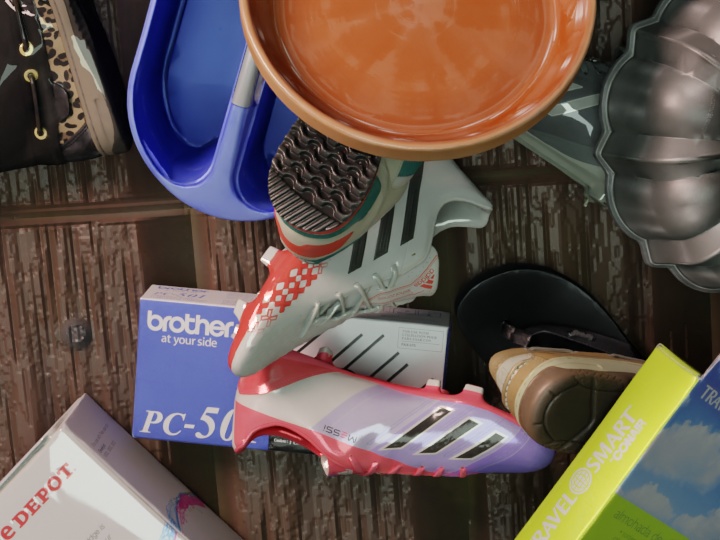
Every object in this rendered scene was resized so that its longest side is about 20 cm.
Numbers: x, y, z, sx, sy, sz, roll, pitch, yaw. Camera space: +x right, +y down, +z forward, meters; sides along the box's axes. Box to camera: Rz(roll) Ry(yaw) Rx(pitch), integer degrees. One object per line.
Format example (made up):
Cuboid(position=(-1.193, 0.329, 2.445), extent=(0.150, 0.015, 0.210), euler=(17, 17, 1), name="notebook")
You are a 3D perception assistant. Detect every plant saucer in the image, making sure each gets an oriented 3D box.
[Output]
Cuboid(position=(0.031, -0.151, 1.015), extent=(0.198, 0.032, 0.202), euler=(1, 68, -3), name="plant saucer")

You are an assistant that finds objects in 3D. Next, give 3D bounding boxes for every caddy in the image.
Cuboid(position=(-0.060, -0.131, 1.097), extent=(0.140, 0.105, 0.202), euler=(17, 103, -1), name="caddy")

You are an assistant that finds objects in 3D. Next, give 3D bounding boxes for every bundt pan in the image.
Cuboid(position=(0.242, -0.079, 1.071), extent=(0.200, 0.076, 0.204), euler=(-3, 100, -15), name="bundt pan")

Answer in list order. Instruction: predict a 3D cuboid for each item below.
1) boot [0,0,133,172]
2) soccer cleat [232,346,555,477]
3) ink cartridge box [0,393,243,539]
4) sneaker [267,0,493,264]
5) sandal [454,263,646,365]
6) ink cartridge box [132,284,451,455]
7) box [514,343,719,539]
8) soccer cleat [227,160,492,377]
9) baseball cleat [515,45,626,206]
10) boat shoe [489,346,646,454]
Cuboid(position=(-0.239, -0.146, 1.128), extent=(0.149, 0.073, 0.201), euler=(-18, 106, 8), name="boot")
Cuboid(position=(0.019, 0.100, 1.113), extent=(0.198, 0.067, 0.077), euler=(16, 75, 5), name="soccer cleat")
Cuboid(position=(-0.163, 0.203, 1.194), extent=(0.200, 0.085, 0.145), euler=(44, 102, -7), name="ink cartridge box")
Cuboid(position=(0.011, -0.088, 1.055), extent=(0.070, 0.094, 0.200), euler=(30, 68, 9), name="sneaker")
Cuboid(position=(0.149, 0.066, 1.160), extent=(0.200, 0.043, 0.076), euler=(37, 103, -5), name="sandal")
Cuboid(position=(-0.044, 0.067, 1.174), extent=(0.198, 0.044, 0.095), euler=(6, 102, 3), name="ink cartridge box")
Cuboid(position=(0.173, 0.136, 1.069), extent=(0.122, 0.048, 0.201), euler=(32, 97, -41), name="box")
Cuboid(position=(0.000, 0.000, 1.100), extent=(0.085, 0.069, 0.200), euler=(37, 62, 13), name="soccer cleat")
Cuboid(position=(0.125, -0.113, 1.118), extent=(0.199, 0.070, 0.107), euler=(36, 89, -9), name="baseball cleat")
Cuboid(position=(0.163, 0.079, 1.113), extent=(0.199, 0.076, 0.072), euler=(20, 103, -36), name="boat shoe")
